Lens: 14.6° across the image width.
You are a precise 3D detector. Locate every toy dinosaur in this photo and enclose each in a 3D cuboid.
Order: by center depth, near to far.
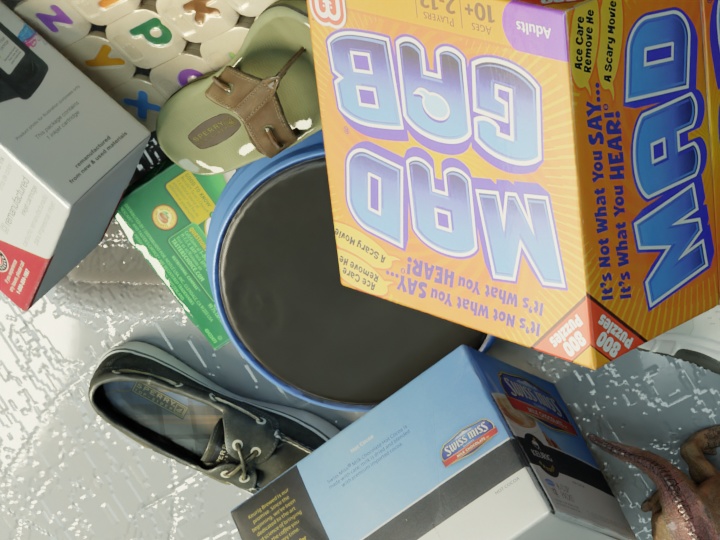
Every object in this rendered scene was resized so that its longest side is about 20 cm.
[{"bbox_3d":[0.221,0.181,1.777,0.086,0.136,0.200,-32,99,21],"label":"toy dinosaur"}]

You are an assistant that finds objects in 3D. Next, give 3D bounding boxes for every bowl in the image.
[{"bbox_3d":[0.000,0.000,1.773,0.200,0.039,0.201,3,117,5],"label":"bowl"}]

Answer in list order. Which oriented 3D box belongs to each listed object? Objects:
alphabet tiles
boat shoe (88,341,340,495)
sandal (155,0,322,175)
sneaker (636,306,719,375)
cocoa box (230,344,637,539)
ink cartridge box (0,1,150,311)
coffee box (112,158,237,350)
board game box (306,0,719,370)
[{"bbox_3d":[-0.114,-0.153,1.710,0.196,0.015,0.200,-23,122,43],"label":"alphabet tiles"},{"bbox_3d":[-0.091,0.113,1.869,0.200,0.057,0.069,25,112,4],"label":"boat shoe"},{"bbox_3d":[-0.063,-0.096,1.683,0.080,0.057,0.201,43,141,-9],"label":"sandal"},{"bbox_3d":[0.201,0.014,1.739,0.200,0.074,0.080,16,105,-27],"label":"sneaker"},{"bbox_3d":[0.046,0.163,1.784,0.200,0.133,0.131,-37,61,18],"label":"cocoa box"},{"bbox_3d":[-0.246,-0.093,1.773,0.200,0.083,0.146,41,147,6],"label":"ink cartridge box"},{"bbox_3d":[-0.049,-0.049,1.809,0.200,0.044,0.123,-34,99,22],"label":"coffee box"},{"bbox_3d":[0.116,-0.093,1.539,0.200,0.200,0.200,18,123,44],"label":"board game box"}]
